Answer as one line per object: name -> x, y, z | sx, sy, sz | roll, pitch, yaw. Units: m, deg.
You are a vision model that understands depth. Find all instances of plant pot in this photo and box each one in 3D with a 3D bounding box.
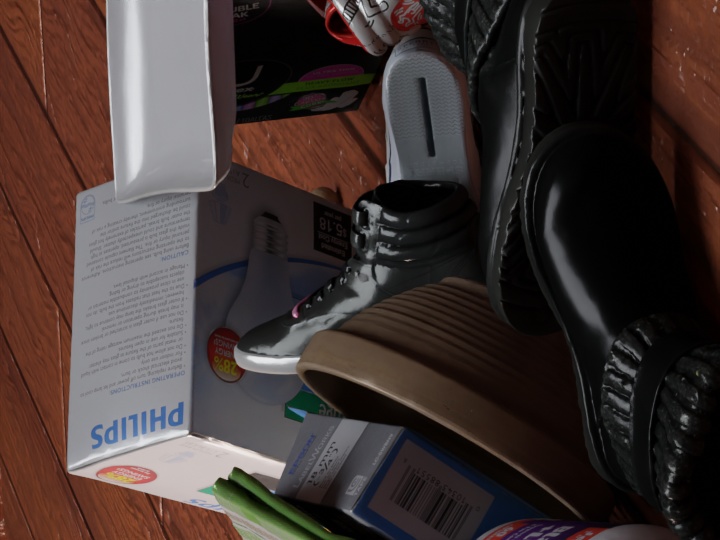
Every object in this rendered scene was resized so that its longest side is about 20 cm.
plant pot -> 0.071, 0.068, 1.627 | 0.093, 0.201, 0.201 | -59, 12, -10

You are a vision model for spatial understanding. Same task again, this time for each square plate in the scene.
square plate -> -0.119, -0.145, 1.802 | 0.200, 0.028, 0.198 | 176, 92, -67

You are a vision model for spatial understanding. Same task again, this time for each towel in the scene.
towel -> -0.009, 0.169, 1.666 | 0.031, 0.149, 0.200 | -60, -10, -11

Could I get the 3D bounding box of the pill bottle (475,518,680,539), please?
pill bottle -> 0.131, 0.189, 1.502 | 0.200, 0.111, 0.111 | 171, 90, -67

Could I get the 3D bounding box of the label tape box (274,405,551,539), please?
label tape box -> 0.030, 0.147, 1.683 | 0.063, 0.144, 0.200 | -59, 18, -11

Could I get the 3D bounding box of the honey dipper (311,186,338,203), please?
honey dipper -> -0.032, 0.030, 2.144 | 0.038, 0.038, 0.200 | -128, 34, -60

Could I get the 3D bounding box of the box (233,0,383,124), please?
box -> -0.062, -0.195, 1.917 | 0.200, 0.148, 0.124 | 118, 141, -64

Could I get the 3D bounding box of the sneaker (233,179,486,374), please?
sneaker -> 0.000, 0.000, 1.741 | 0.099, 0.200, 0.071 | 68, -154, -14

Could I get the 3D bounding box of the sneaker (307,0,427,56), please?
sneaker -> 0.002, -0.209, 1.741 | 0.067, 0.108, 0.201 | 49, -173, -40

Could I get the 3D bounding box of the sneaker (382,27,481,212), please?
sneaker -> 0.051, -0.057, 1.778 | 0.071, 0.073, 0.200 | -74, -16, -65

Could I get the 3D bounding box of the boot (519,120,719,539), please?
boot -> 0.150, 0.030, 1.417 | 0.158, 0.079, 0.211 | -146, 38, -78

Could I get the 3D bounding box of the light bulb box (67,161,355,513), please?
light bulb box -> -0.086, 0.050, 1.922 | 0.125, 0.198, 0.200 | -18, 63, 40

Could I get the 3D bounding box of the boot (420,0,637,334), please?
boot -> 0.085, -0.086, 1.556 | 0.158, 0.079, 0.211 | 39, 125, 58
